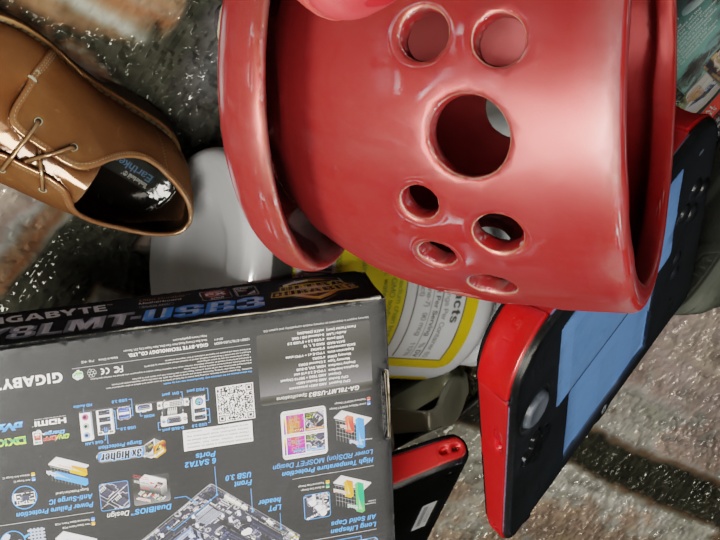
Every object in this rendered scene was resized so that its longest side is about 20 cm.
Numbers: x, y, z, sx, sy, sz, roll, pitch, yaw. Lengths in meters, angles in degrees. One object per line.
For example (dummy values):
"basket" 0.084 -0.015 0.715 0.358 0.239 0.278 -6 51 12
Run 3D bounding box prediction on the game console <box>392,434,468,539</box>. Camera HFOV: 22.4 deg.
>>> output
"game console" -0.035 0.150 1.002 0.176 0.031 0.200 -21 161 -14

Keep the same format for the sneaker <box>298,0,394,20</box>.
"sneaker" 0.060 -0.149 0.634 0.200 0.116 0.078 -48 134 12

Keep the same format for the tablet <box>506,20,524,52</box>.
"tablet" 0.157 -0.174 0.940 0.199 0.014 0.131 -13 129 -41

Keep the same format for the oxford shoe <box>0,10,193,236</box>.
"oxford shoe" -0.155 -0.068 0.842 0.199 0.071 0.071 21 115 -38

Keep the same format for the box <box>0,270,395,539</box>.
"box" -0.082 0.111 0.858 0.199 0.050 0.200 -8 110 -13

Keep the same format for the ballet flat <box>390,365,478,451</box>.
"ballet flat" 0.003 0.078 1.005 0.200 0.068 0.068 -26 114 -46

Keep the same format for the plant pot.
"plant pot" 0.044 -0.084 0.809 0.181 0.201 0.201 1 136 17

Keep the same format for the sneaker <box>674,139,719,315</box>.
"sneaker" 0.262 -0.052 1.084 0.114 0.076 0.200 -3 138 -44

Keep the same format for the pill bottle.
"pill bottle" 0.000 0.000 0.956 0.199 0.114 0.115 5 123 -33

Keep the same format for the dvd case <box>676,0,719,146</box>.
"dvd case" 0.196 -0.135 0.988 0.146 0.022 0.200 -47 153 11

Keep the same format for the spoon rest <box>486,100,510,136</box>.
"spoon rest" 0.083 -0.095 0.972 0.099 0.061 0.200 -44 125 -14

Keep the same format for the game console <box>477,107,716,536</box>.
"game console" 0.126 0.027 0.954 0.200 0.031 0.177 -49 151 -27
